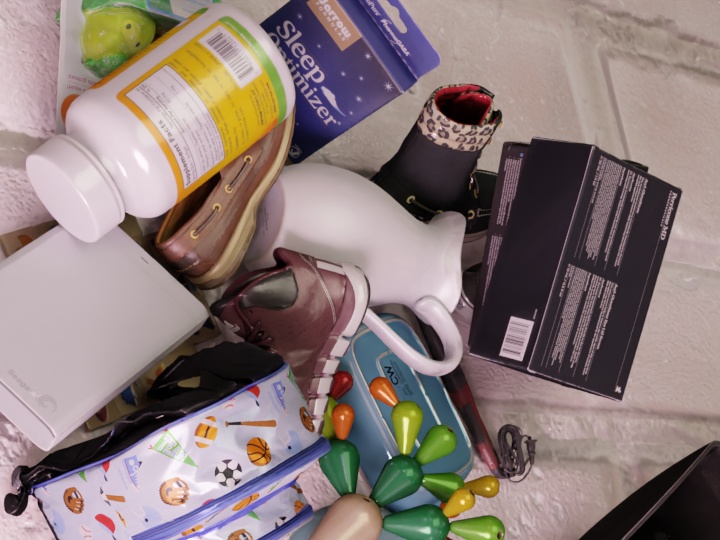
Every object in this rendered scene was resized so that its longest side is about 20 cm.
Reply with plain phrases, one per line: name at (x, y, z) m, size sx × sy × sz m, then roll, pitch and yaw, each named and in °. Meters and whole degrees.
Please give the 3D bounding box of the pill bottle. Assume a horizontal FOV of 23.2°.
pill bottle at (-0.157, -0.111, 1.364) m, size 0.200 × 0.111 × 0.111 m, roll -40°, pitch 98°, yaw -25°

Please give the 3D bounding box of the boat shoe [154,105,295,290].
boat shoe at (-0.112, -0.085, 1.452) m, size 0.068 × 0.072 × 0.200 m, roll 34°, pitch 65°, yaw -35°

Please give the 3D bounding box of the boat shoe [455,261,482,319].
boat shoe at (0.172, 0.005, 1.713) m, size 0.200 × 0.064 × 0.071 m, roll -16°, pitch 80°, yaw -47°

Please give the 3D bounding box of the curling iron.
curling iron at (0.099, 0.105, 1.613) m, size 0.050 × 0.026 × 0.200 m, roll -32°, pitch 87°, yaw -10°

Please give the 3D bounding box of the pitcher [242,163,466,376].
pitcher at (0.000, 0.000, 1.502) m, size 0.200 × 0.121 × 0.172 m, roll 16°, pitch 47°, yaw -32°

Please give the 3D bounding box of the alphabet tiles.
alphabet tiles at (-0.200, 0.032, 1.392) m, size 0.200 × 0.006 × 0.167 m, roll -21°, pitch 83°, yaw -47°

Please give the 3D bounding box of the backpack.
backpack at (-0.120, 0.145, 1.267) m, size 0.200 × 0.190 × 0.154 m, roll -34°, pitch 90°, yaw -46°

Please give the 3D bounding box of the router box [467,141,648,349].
router box at (0.184, -0.013, 1.633) m, size 0.150 × 0.062 × 0.200 m, roll 5°, pitch 96°, yaw -46°

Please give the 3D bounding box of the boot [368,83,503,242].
boot at (0.098, -0.100, 1.629) m, size 0.203 × 0.154 × 0.074 m, roll -7°, pitch 54°, yaw -43°

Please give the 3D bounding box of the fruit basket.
fruit basket at (-0.175, -0.165, 1.459) m, size 0.185 × 0.094 × 0.200 m, roll 13°, pitch 69°, yaw -48°

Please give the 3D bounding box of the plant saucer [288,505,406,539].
plant saucer at (0.016, 0.284, 1.443) m, size 0.200 × 0.027 × 0.200 m, roll 22°, pitch 54°, yaw -33°

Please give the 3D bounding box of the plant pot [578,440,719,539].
plant pot at (0.261, 0.302, 1.551) m, size 0.199 × 0.177 × 0.200 m, roll -34°, pitch 92°, yaw -47°

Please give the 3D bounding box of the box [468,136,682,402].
box at (0.190, 0.000, 1.543) m, size 0.141 × 0.079 × 0.200 m, roll 20°, pitch 85°, yaw -42°

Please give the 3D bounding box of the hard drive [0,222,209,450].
hard drive at (-0.218, 0.037, 1.316) m, size 0.132 × 0.026 × 0.200 m, roll 42°, pitch 38°, yaw 5°

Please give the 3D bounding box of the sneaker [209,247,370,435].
sneaker at (-0.079, 0.073, 1.402) m, size 0.115 × 0.076 × 0.200 m, roll 22°, pitch 85°, yaw -25°

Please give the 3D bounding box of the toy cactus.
toy cactus at (0.015, 0.182, 1.430) m, size 0.200 × 0.102 × 0.165 m, roll 41°, pitch 59°, yaw 12°

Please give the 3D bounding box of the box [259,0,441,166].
box at (-0.033, -0.179, 1.521) m, size 0.121 × 0.200 × 0.032 m, roll 53°, pitch 43°, yaw -7°

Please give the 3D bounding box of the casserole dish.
casserole dish at (0.035, 0.120, 1.541) m, size 0.121 × 0.039 × 0.200 m, roll -22°, pitch 83°, yaw -48°
